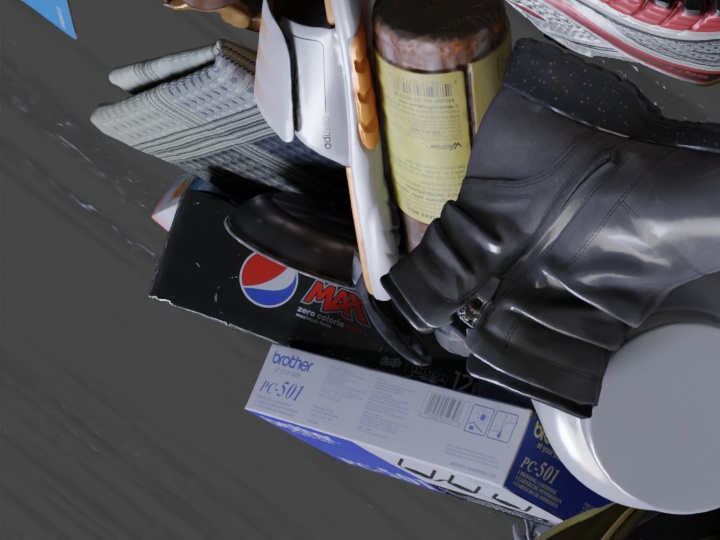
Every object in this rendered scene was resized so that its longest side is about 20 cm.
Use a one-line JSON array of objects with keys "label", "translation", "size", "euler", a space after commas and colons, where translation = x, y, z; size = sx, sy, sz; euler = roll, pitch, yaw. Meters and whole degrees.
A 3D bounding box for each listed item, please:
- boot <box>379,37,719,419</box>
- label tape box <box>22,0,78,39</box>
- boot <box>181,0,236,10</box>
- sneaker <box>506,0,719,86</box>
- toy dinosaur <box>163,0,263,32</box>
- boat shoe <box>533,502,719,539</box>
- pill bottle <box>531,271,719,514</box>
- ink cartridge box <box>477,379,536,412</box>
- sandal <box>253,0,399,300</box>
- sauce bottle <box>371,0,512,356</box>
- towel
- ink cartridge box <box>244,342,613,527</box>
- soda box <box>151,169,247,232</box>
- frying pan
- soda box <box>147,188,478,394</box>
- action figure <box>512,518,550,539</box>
[{"label": "boot", "translation": [0.114, 0.003, 0.799], "size": [0.200, 0.132, 0.070], "euler": [28, -178, 33]}, {"label": "label tape box", "translation": [-0.217, -0.227, 1.074], "size": [0.200, 0.063, 0.144], "euler": [32, 159, 13]}, {"label": "boot", "translation": [-0.098, -0.228, 0.888], "size": [0.186, 0.064, 0.200], "euler": [42, 155, 9]}, {"label": "sneaker", "translation": [0.068, -0.126, 0.804], "size": [0.200, 0.078, 0.082], "euler": [29, 160, 21]}, {"label": "toy dinosaur", "translation": [-0.034, -0.134, 1.016], "size": [0.200, 0.060, 0.106], "euler": [29, -175, 32]}, {"label": "boat shoe", "translation": [0.169, 0.117, 0.993], "size": [0.057, 0.200, 0.067], "euler": [13, 130, 63]}, {"label": "pill bottle", "translation": [0.131, 0.045, 0.924], "size": [0.111, 0.111, 0.200], "euler": [39, -173, -6]}, {"label": "ink cartridge box", "translation": [0.168, 0.103, 1.133], "size": [0.200, 0.084, 0.145], "euler": [31, 158, 14]}, {"label": "sandal", "translation": [-0.019, -0.074, 0.960], "size": [0.059, 0.079, 0.207], "euler": [-5, 119, 5]}, {"label": "sauce bottle", "translation": [0.045, -0.045, 0.970], "size": [0.066, 0.066, 0.200], "euler": [24, 138, 31]}, {"label": "towel", "translation": [-0.037, -0.067, 1.131], "size": [0.192, 0.035, 0.200], "euler": [26, 164, -24]}, {"label": "ink cartridge box", "translation": [0.039, 0.090, 1.097], "size": [0.200, 0.044, 0.094], "euler": [12, 165, 46]}, {"label": "soda box", "translation": [-0.031, 0.002, 1.273], "size": [0.200, 0.064, 0.068], "euler": [41, 161, -13]}, {"label": "frying pan", "translation": [-0.016, -0.006, 1.061], "size": [0.115, 0.031, 0.190], "euler": [18, -167, -5]}, {"label": "soda box", "translation": [-0.015, 0.016, 1.177], "size": [0.200, 0.071, 0.063], "euler": [20, -177, 4]}, {"label": "action figure", "translation": [0.163, 0.182, 1.098], "size": [0.200, 0.069, 0.130], "euler": [28, 163, 28]}]
